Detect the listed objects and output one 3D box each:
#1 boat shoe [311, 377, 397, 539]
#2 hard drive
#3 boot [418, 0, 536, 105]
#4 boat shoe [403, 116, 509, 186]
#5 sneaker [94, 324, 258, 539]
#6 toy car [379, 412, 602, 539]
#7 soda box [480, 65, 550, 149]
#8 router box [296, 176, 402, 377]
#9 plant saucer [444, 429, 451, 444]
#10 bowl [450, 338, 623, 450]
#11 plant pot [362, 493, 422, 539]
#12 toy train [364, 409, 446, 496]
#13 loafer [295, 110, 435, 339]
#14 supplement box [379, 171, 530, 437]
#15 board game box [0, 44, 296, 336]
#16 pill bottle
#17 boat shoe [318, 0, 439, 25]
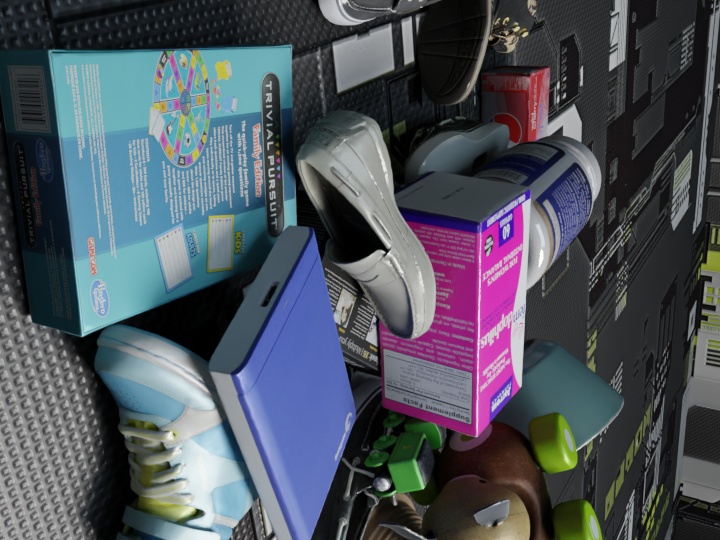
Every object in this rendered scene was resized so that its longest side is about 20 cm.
[{"bbox_3d":[-0.002,0.197,0.752,0.200,0.068,0.074,-62,145,-28],"label":"boat shoe"},{"bbox_3d":[-0.046,0.087,0.567,0.132,0.025,0.200,-67,155,-43],"label":"hard drive"},{"bbox_3d":[0.127,-0.260,0.839,0.151,0.073,0.200,7,87,-60],"label":"boot"},{"bbox_3d":[0.085,-0.116,0.812,0.200,0.064,0.071,-27,133,-55],"label":"boat shoe"},{"bbox_3d":[-0.127,0.133,0.516,0.131,0.079,0.200,-63,145,-29],"label":"sneaker"},{"bbox_3d":[0.100,0.207,0.707,0.200,0.164,0.158,25,48,-59],"label":"toy car"},{"bbox_3d":[0.188,-0.145,0.977,0.070,0.063,0.200,-31,125,-52],"label":"soda box"},{"bbox_3d":[0.000,0.000,0.713,0.200,0.052,0.157,38,67,-56],"label":"router box"},{"bbox_3d":[0.098,0.123,0.936,0.200,0.032,0.201,-21,115,-55],"label":"plant saucer"},{"bbox_3d":[0.175,0.149,0.887,0.105,0.201,0.201,57,37,4],"label":"bowl"},{"bbox_3d":[0.032,0.334,0.827,0.201,0.093,0.201,-27,122,-55],"label":"plant pot"},{"bbox_3d":[0.053,0.146,0.747,0.200,0.056,0.042,-48,121,-67],"label":"toy train"},{"bbox_3d":[0.003,-0.021,0.601,0.070,0.070,0.200,-47,127,-33],"label":"loafer"},{"bbox_3d":[0.082,0.027,0.706,0.101,0.103,0.200,-33,129,-49],"label":"supplement box"},{"bbox_3d":[-0.118,-0.063,0.503,0.200,0.047,0.151,-25,119,-55],"label":"board game box"},{"bbox_3d":[0.166,-0.064,0.806,0.200,0.116,0.116,-37,129,-48],"label":"pill bottle"},{"bbox_3d":[0.039,-0.253,0.692,0.200,0.066,0.070,-32,125,-52],"label":"boat shoe"}]
